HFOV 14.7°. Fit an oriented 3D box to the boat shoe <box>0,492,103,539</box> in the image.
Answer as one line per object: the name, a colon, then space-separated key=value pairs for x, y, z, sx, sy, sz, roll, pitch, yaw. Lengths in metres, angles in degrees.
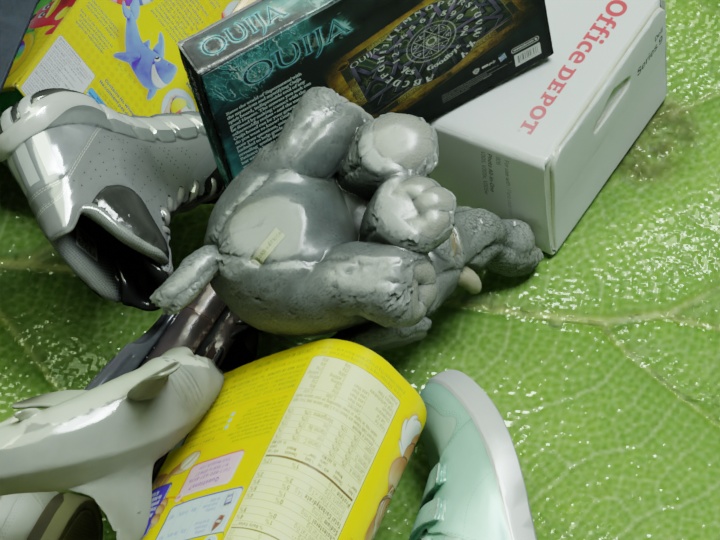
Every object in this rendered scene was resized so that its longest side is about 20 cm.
boat shoe: x=-0.205 y=0.188 z=1.410 sx=0.068 sy=0.075 sz=0.200 roll=13 pitch=44 yaw=22

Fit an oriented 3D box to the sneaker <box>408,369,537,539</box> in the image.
sneaker: x=0.026 y=0.138 z=1.411 sx=0.117 sy=0.074 sz=0.201 roll=-8 pitch=52 yaw=-8

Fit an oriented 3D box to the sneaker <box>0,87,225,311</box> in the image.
sneaker: x=-0.114 y=-0.027 z=1.518 sx=0.075 sy=0.200 sz=0.116 roll=-37 pitch=64 yaw=30

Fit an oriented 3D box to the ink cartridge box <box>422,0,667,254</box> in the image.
ink cartridge box: x=0.060 y=-0.115 z=1.615 sx=0.199 sy=0.088 sz=0.146 roll=21 pitch=57 yaw=25

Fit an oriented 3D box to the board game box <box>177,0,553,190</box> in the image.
board game box: x=0.007 y=-0.118 z=1.488 sx=0.199 sy=0.136 sz=0.028 roll=-29 pitch=56 yaw=-10

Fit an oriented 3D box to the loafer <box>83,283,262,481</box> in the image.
loafer: x=-0.088 y=0.046 z=1.520 sx=0.063 sy=0.072 sz=0.200 roll=41 pitch=59 yaw=2

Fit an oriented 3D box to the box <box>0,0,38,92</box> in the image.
box: x=-0.254 y=-0.168 z=1.556 sx=0.123 sy=0.196 sz=0.201 roll=25 pitch=77 yaw=-18

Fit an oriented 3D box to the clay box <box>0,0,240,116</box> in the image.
clay box: x=-0.132 y=-0.132 z=1.634 sx=0.047 sy=0.115 sz=0.200 roll=-8 pitch=40 yaw=43

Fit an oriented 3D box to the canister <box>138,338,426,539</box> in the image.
canister: x=-0.059 y=0.139 z=1.389 sx=0.148 sy=0.087 sz=0.201 roll=-21 pitch=33 yaw=44

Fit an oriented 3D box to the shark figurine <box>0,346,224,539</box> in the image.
shark figurine: x=-0.150 y=0.104 z=1.372 sx=0.214 sy=0.128 sz=0.090 roll=-20 pitch=94 yaw=-16

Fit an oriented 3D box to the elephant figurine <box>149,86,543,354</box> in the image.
elephant figurine: x=0.000 y=0.000 z=1.481 sx=0.154 sy=0.200 sz=0.142 roll=16 pitch=76 yaw=12

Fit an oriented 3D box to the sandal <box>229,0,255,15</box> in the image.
sandal: x=-0.050 y=-0.204 z=1.652 sx=0.069 sy=0.078 sz=0.212 roll=35 pitch=62 yaw=2
